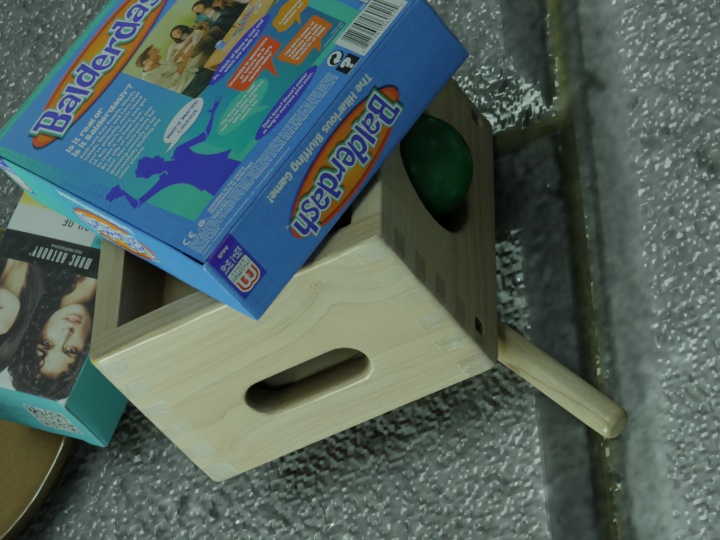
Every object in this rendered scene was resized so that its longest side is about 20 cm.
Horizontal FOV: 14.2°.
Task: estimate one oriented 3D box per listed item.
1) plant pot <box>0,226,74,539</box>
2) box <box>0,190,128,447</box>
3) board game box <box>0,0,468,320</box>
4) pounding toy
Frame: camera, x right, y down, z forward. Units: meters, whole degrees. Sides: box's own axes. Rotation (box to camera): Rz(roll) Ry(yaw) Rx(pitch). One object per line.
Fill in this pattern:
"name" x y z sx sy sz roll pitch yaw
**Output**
"plant pot" -0.214 0.074 1.502 0.199 0.027 0.201 -16 60 31
"box" -0.129 -0.018 1.441 0.082 0.049 0.201 12 68 29
"board game box" -0.064 -0.075 1.296 0.152 0.045 0.200 -51 38 -9
"pounding toy" 0.000 0.000 1.322 0.199 0.142 0.185 -23 42 24
